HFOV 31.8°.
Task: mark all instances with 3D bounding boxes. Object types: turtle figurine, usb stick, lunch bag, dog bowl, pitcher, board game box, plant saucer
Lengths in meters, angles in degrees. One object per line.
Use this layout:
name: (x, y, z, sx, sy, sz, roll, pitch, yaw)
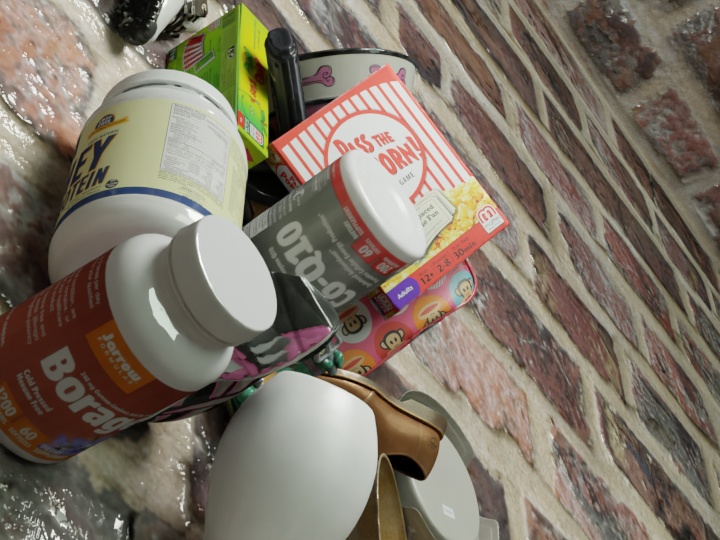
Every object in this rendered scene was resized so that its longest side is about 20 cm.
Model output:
turtle figurine: (-0.069, 0.116, 1.097, 0.150, 0.100, 0.201, -43, 116, -51)
usb stick: (-0.069, -0.150, 1.282, 0.056, 0.032, 0.201, -106, -172, -48)
lunch bag: (0.000, 0.000, 1.262, 0.177, 0.200, 0.082, 59, -19, -3)
dog bowl: (0.069, 0.228, 1.313, 0.200, 0.059, 0.201, 45, 29, -33)
pitcher: (-0.056, 0.193, 0.970, 0.201, 0.121, 0.172, -67, 152, -17)
board game box: (0.025, -0.077, 1.223, 0.200, 0.151, 0.046, 52, -21, 1)
plant saucer: (0.017, 0.266, 1.123, 0.200, 0.035, 0.201, -9, 90, -83)
dog bowl: (-0.032, -0.180, 1.395, 0.200, 0.199, 0.074, 8, 73, -62)
board game box: (-0.144, -0.167, 1.248, 0.048, 0.101, 0.201, 43, 30, -37)

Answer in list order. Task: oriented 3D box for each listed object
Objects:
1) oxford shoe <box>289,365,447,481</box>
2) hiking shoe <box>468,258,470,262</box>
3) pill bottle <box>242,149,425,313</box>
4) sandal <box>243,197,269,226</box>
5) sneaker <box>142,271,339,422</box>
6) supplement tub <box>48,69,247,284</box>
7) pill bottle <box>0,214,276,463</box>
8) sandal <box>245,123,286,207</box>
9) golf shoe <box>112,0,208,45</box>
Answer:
oxford shoe: (-0.009, 0.142, 1.187, 0.199, 0.071, 0.072, 24, 61, -17)
hiking shoe: (0.071, -0.057, 1.378, 0.201, 0.076, 0.101, 61, 27, -7)
pill bottle: (-0.051, -0.008, 1.130, 0.114, 0.200, 0.114, 46, 23, -25)
sandal: (-0.104, -0.062, 1.275, 0.082, 0.054, 0.200, 58, 23, -10)
sneaker: (-0.105, 0.063, 0.964, 0.086, 0.199, 0.081, 33, 41, -65)
supplement tub: (-0.166, -0.056, 1.023, 0.145, 0.145, 0.201, 46, 28, -34)
pill bottle: (-0.159, 0.045, 0.855, 0.112, 0.199, 0.112, 46, 28, -33)
sandal: (-0.108, -0.126, 1.271, 0.075, 0.045, 0.200, 17, 22, -25)
golf shoe: (-0.193, -0.275, 1.299, 0.095, 0.078, 0.200, 48, 28, -29)
